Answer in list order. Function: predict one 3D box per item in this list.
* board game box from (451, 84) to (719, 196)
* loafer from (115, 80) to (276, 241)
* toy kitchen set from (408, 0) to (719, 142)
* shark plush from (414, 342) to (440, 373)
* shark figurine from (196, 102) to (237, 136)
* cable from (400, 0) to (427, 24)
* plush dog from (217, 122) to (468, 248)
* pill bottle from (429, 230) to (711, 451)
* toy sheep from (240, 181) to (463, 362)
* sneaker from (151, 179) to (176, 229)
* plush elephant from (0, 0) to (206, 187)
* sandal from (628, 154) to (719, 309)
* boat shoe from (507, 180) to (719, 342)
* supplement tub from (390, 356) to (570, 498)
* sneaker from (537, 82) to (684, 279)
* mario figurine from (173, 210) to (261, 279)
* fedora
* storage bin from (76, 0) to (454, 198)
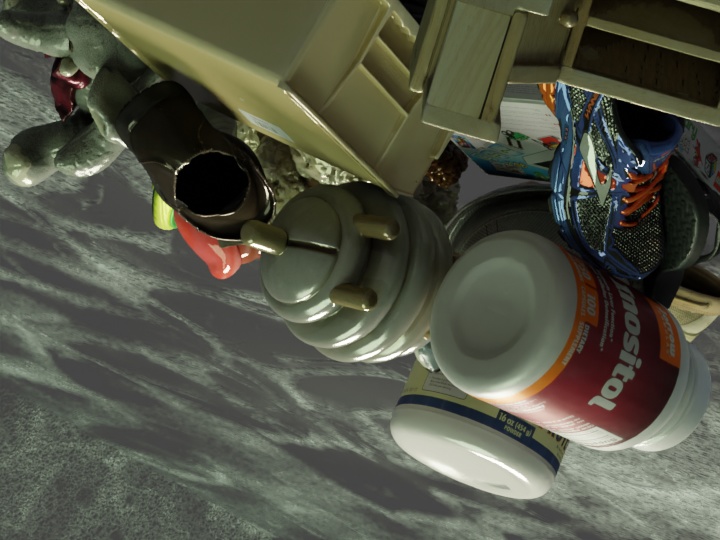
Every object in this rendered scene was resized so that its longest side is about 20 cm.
[{"bbox_3d":[0.140,-0.100,1.358,0.200,0.035,0.126,9,160,39],"label":"board game box"},{"bbox_3d":[-0.109,-0.059,1.386,0.071,0.073,0.200,54,-175,27],"label":"loafer"},{"bbox_3d":[0.134,-0.155,1.010,0.180,0.163,0.200,15,-160,-3],"label":"toy kitchen set"},{"bbox_3d":[0.028,-0.005,1.510,0.091,0.083,0.200,31,167,30],"label":"shark plush"},{"bbox_3d":[-0.150,-0.140,1.542,0.089,0.128,0.214,7,-162,-22],"label":"shark figurine"},{"bbox_3d":[0.030,-0.187,1.205,0.163,0.051,0.200,22,165,-1],"label":"cable"},{"bbox_3d":[-0.016,-0.079,1.491,0.200,0.161,0.172,23,140,0],"label":"plush dog"},{"bbox_3d":[0.148,0.055,1.321,0.113,0.113,0.200,7,167,44],"label":"pill bottle"},{"bbox_3d":[0.000,0.000,1.344,0.200,0.138,0.138,27,165,-39],"label":"toy sheep"},{"bbox_3d":[-0.140,-0.095,1.737,0.083,0.074,0.200,-2,163,-10],"label":"sneaker"},{"bbox_3d":[-0.191,-0.158,1.417,0.200,0.165,0.155,1,164,12],"label":"plush elephant"},{"bbox_3d":[0.215,-0.029,1.326,0.048,0.075,0.200,-15,165,-5],"label":"sandal"},{"bbox_3d":[0.197,-0.017,1.512,0.200,0.071,0.065,31,127,-21],"label":"boat shoe"},{"bbox_3d":[0.124,0.073,1.634,0.145,0.200,0.145,22,164,7],"label":"supplement tub"},{"bbox_3d":[0.162,-0.073,1.218,0.078,0.075,0.200,22,141,41],"label":"sneaker"},{"bbox_3d":[-0.059,-0.056,1.675,0.200,0.106,0.124,1,131,-12],"label":"mario figurine"},{"bbox_3d":[0.139,0.033,1.451,0.177,0.090,0.200,-20,123,17],"label":"fedora"},{"bbox_3d":[-0.055,-0.149,1.290,0.200,0.094,0.199,26,173,31],"label":"storage bin"}]
